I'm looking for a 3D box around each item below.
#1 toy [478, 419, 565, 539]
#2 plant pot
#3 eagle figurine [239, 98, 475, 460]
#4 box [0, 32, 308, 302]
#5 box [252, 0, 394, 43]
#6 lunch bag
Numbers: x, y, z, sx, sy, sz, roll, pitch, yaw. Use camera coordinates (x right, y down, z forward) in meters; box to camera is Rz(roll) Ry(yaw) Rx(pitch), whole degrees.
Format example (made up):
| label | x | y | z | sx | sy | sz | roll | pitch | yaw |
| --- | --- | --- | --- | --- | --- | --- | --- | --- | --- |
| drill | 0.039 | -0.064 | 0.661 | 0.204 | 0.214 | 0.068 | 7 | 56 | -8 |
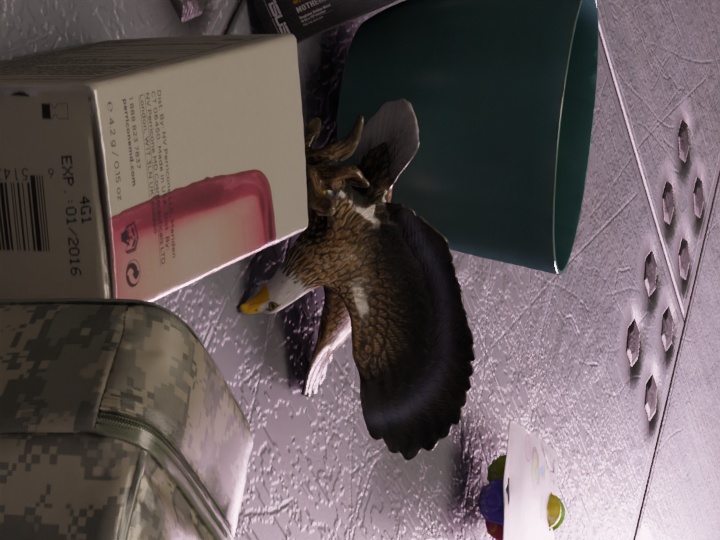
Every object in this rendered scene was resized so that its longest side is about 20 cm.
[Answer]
| label | x | y | z | sx | sy | sz | roll | pitch | yaw |
| --- | --- | --- | --- | --- | --- | --- | --- | --- | --- |
| toy | 0.133 | 0.202 | 1.548 | 0.200 | 0.047 | 0.116 | 33 | 58 | -65 |
| plant pot | 0.074 | -0.105 | 1.248 | 0.200 | 0.160 | 0.202 | 6 | 90 | -77 |
| eagle figurine | -0.007 | 0.003 | 1.157 | 0.201 | 0.150 | 0.152 | 60 | 28 | -31 |
| box | -0.126 | -0.052 | 0.887 | 0.200 | 0.127 | 0.110 | -27 | 116 | -61 |
| box | 0.038 | -0.213 | 1.191 | 0.200 | 0.158 | 0.049 | -37 | 104 | -58 |
| lunch bag | -0.158 | 0.115 | 0.744 | 0.140 | 0.198 | 0.169 | 69 | 25 | -51 |
